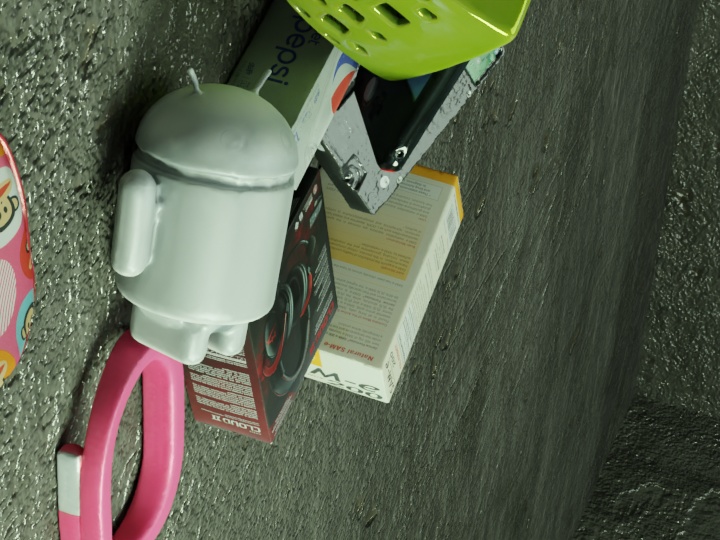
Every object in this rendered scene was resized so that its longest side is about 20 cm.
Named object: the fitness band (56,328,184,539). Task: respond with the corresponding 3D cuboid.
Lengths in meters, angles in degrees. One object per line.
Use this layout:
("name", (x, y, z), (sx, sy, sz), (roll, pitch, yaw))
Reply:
("fitness band", (-0.170, 0.137, 1.298), (0.144, 0.037, 0.201), (-54, 155, -51))

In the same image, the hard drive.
("hard drive", (0.028, -0.166, 1.500), (0.200, 0.038, 0.140), (-51, 130, -18))

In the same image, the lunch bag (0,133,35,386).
("lunch bag", (-0.240, 0.016, 0.880), (0.177, 0.081, 0.201), (88, 24, -44))

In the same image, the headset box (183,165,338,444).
("headset box", (-0.082, 0.028, 1.416), (0.201, 0.074, 0.149), (84, 27, -51))

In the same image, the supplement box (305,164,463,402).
("supplement box", (0.000, 0.000, 1.574), (0.074, 0.125, 0.201), (76, 34, -62))

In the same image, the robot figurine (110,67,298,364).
("robot figurine", (-0.105, -0.040, 1.215), (0.169, 0.112, 0.202), (-13, 119, -55))

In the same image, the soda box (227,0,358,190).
("soda box", (-0.045, -0.163, 1.382), (0.064, 0.068, 0.201), (81, 29, -55))

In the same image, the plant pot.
("plant pot", (0.021, -0.268, 1.232), (0.200, 0.180, 0.201), (-6, -119, 64))

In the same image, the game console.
("game console", (0.058, -0.188, 1.335), (0.201, 0.031, 0.177), (-58, -163, 21))
